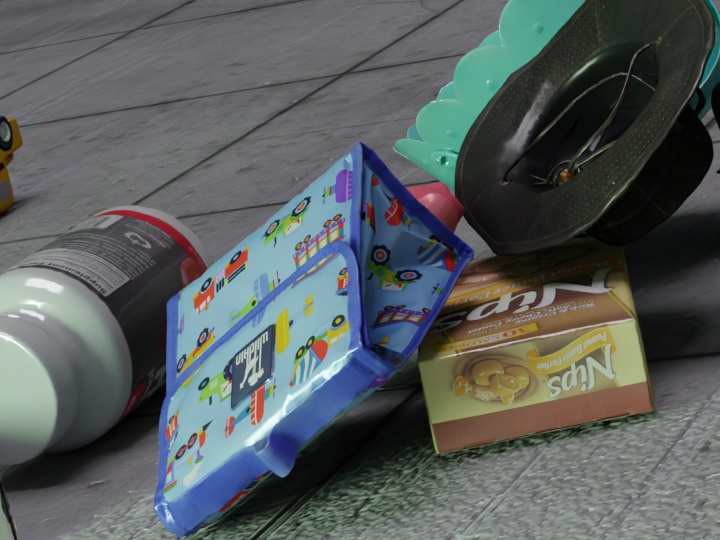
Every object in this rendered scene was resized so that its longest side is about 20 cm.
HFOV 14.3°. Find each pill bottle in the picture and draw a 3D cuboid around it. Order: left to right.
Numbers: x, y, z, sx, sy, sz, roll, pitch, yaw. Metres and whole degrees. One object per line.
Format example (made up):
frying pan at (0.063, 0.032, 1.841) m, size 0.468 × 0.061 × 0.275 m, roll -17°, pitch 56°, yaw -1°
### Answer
pill bottle at (-0.168, 0.041, 1.678) m, size 0.111 × 0.111 × 0.200 m, roll -8°, pitch 15°, yaw 25°

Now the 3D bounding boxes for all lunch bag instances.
lunch bag at (-0.032, 0.050, 1.473) m, size 0.151 × 0.094 × 0.200 m, roll -39°, pitch 18°, yaw 23°

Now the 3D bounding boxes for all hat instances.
hat at (0.145, -0.071, 1.595) m, size 0.201 × 0.081 × 0.201 m, roll -40°, pitch 28°, yaw 26°

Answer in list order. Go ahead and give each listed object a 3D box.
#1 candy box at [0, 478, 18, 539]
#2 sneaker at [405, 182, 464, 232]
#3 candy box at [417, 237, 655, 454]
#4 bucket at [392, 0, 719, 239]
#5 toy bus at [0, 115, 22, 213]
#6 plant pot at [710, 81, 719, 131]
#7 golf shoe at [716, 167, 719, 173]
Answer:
candy box at (-0.297, 0.147, 1.479) m, size 0.200 × 0.061 × 0.136 m, roll -23°, pitch 16°, yaw -33°
sneaker at (0.000, 0.000, 1.657) m, size 0.087 × 0.074 × 0.200 m, roll -45°, pitch 10°, yaw -28°
candy box at (0.093, 0.036, 1.549) m, size 0.115 × 0.055 × 0.200 m, roll -12°, pitch 12°, yaw 5°
bucket at (0.134, -0.110, 1.770) m, size 0.207 × 0.135 × 0.207 m, roll -51°, pitch 0°, yaw 0°
toy bus at (-0.346, -0.069, 2.385) m, size 0.065 × 0.078 × 0.200 m, roll -9°, pitch 14°, yaw 22°
plant pot at (0.305, -0.068, 1.505) m, size 0.200 × 0.200 × 0.177 m, roll -25°, pitch 6°, yaw -39°
golf shoe at (0.314, -0.057, 1.713) m, size 0.200 × 0.078 × 0.094 m, roll -7°, pitch -7°, yaw 33°
